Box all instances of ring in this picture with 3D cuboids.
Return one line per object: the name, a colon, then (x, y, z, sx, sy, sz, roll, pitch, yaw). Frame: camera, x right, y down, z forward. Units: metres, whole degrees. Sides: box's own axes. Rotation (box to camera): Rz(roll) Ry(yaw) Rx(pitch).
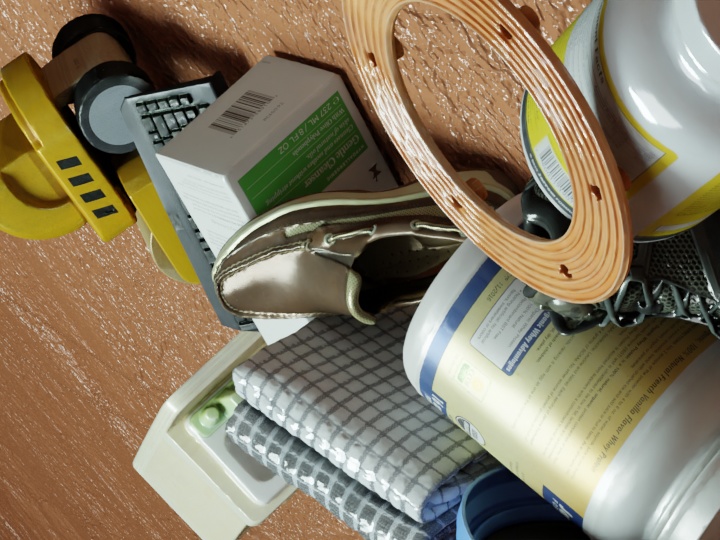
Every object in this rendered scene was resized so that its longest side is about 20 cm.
ring: (0.060, -0.072, 1.210, 0.200, 0.019, 0.201, 46, 158, 25)

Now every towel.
towel: (0.042, 0.084, 1.567, 0.165, 0.199, 0.086, 31, 131, 33)

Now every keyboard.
keyboard: (-0.069, -0.044, 1.727, 0.126, 0.021, 0.201, -13, 124, 18)

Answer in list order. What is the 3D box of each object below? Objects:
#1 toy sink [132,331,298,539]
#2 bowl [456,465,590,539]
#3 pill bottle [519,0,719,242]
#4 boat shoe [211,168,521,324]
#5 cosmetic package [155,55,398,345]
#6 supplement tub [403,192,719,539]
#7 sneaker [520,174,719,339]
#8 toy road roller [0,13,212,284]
toy sink: (-0.080, 0.123, 1.986, 0.112, 0.130, 0.200, 45, 158, 5)
bowl: (0.146, 0.173, 1.442, 0.200, 0.200, 0.040, 33, 118, 33)
pill bottle: (0.150, -0.089, 1.171, 0.112, 0.112, 0.200, 47, 159, 1)
boat shoe: (-0.003, -0.005, 1.530, 0.201, 0.075, 0.075, -18, 123, 25)
cosmetic package: (-0.030, -0.024, 1.654, 0.085, 0.108, 0.200, 19, 147, 51)
supplement tub: (0.138, 0.063, 1.426, 0.200, 0.144, 0.145, 40, 158, 19)
sneaker: (0.160, 0.010, 1.334, 0.199, 0.114, 0.076, 38, 160, 18)
toy road roller: (-0.184, -0.064, 1.791, 0.200, 0.146, 0.123, 56, -179, -31)
